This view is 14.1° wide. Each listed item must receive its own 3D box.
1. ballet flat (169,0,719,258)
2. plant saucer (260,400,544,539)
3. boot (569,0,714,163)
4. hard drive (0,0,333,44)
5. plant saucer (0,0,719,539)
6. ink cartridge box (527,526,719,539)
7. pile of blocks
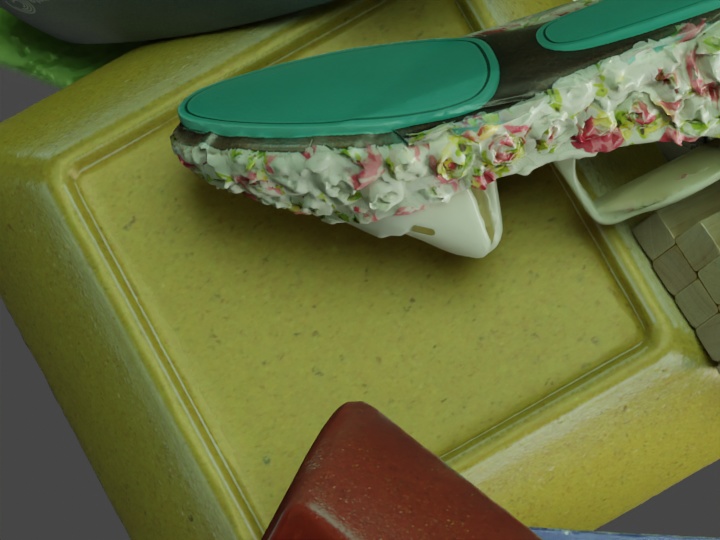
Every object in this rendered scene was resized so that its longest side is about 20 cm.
[{"bbox_3d":[0.048,-0.039,0.813,0.199,0.076,0.064,-13,112,6],"label":"ballet flat"},{"bbox_3d":[0.010,0.166,0.738,0.200,0.037,0.201,36,105,31],"label":"plant saucer"},{"bbox_3d":[0.079,-0.086,0.945,0.145,0.070,0.201,13,70,-8],"label":"boot"},{"bbox_3d":[-0.014,-0.127,0.879,0.042,0.199,0.135,55,48,-26],"label":"hard drive"},{"bbox_3d":[0.000,0.000,0.864,0.199,0.048,0.201,-29,80,-3],"label":"plant saucer"},{"bbox_3d":[0.120,0.172,0.759,0.195,0.043,0.202,2,87,4],"label":"ink cartridge box"},{"bbox_3d":[0.175,-0.006,0.879,0.199,0.062,0.083,8,57,-40],"label":"pile of blocks"}]
